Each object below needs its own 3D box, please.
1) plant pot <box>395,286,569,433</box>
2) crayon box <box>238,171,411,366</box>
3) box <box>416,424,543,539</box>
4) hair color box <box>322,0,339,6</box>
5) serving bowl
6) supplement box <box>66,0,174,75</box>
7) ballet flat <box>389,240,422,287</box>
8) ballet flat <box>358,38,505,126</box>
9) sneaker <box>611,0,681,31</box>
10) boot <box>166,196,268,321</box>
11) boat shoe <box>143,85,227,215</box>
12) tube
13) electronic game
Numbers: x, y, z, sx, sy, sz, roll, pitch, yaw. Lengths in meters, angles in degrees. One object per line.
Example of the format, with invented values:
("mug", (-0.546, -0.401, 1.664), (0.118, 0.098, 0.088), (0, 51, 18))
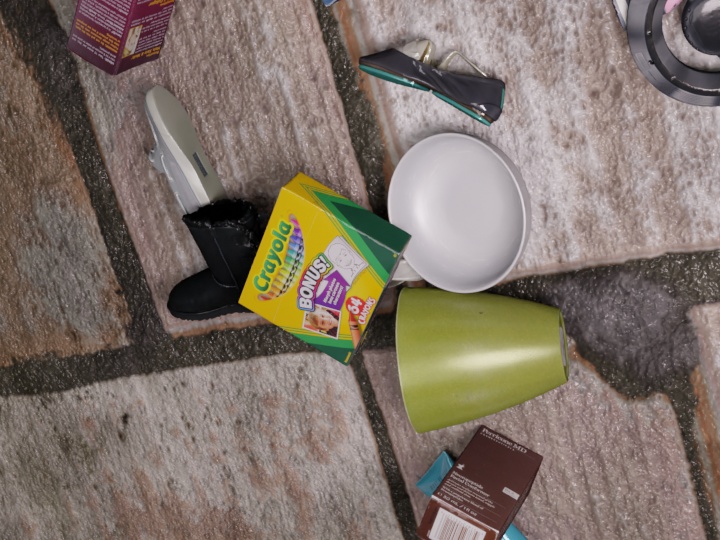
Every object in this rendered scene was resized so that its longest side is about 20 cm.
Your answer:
("plant pot", (0.161, 0.104, 1.627), (0.197, 0.187, 0.190), (-7, 108, 14))
("crayon box", (-0.049, 0.000, 1.660), (0.171, 0.058, 0.201), (28, 125, 6))
("box", (0.160, 0.295, 1.678), (0.099, 0.200, 0.076), (26, 118, 13))
("hair color box", (-0.054, -0.427, 1.538), (0.060, 0.100, 0.201), (-29, 96, 34))
("serving bowl", (0.133, -0.077, 1.606), (0.198, 0.066, 0.203), (10, 109, 32))
("supplement box", (-0.302, -0.372, 1.680), (0.085, 0.110, 0.202), (31, 121, 12))
("ballet flat", (0.000, 0.000, 1.720), (0.198, 0.069, 0.070), (-6, 108, 27))
("ballet flat", (0.093, -0.243, 1.570), (0.198, 0.073, 0.074), (26, 121, 22))
("sneaker", (0.300, -0.374, 1.414), (0.081, 0.070, 0.202), (-15, 107, 13))
("boot", (-0.205, -0.015, 1.780), (0.196, 0.074, 0.164), (-5, 129, 21))
("boat shoe", (-0.258, -0.155, 1.774), (0.071, 0.070, 0.203), (-20, 104, 26))
("tube", (0.169, 0.348, 1.793), (0.200, 0.050, 0.078), (44, 116, 10))
("electronic game", (0.390, -0.275, 1.393), (0.197, 0.042, 0.202), (3, 118, 5))
